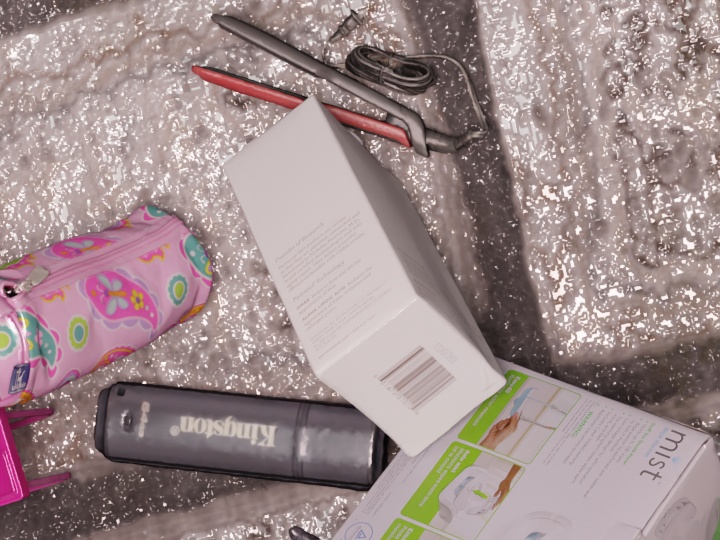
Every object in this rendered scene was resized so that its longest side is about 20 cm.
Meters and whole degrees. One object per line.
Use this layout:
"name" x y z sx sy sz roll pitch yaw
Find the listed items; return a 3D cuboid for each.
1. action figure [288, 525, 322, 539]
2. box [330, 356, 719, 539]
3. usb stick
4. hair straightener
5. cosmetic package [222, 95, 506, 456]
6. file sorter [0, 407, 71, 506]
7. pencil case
"action figure" 0.002 0.258 1.462 0.199 0.105 0.194 -34 74 8
"box" 0.095 0.168 1.364 0.175 0.097 0.200 18 56 34
"usb stick" -0.078 0.108 1.511 0.198 0.033 0.056 5 92 12
"hair straightener" -0.007 -0.131 1.489 0.199 0.041 0.078 20 95 11
"cosmetic package" 0.000 0.000 1.406 0.081 0.113 0.201 -38 43 9
"file sorter" -0.288 0.068 1.509 0.138 0.125 0.202 -19 86 13
"pencil case" -0.179 0.020 1.447 0.087 0.200 0.088 11 111 32
